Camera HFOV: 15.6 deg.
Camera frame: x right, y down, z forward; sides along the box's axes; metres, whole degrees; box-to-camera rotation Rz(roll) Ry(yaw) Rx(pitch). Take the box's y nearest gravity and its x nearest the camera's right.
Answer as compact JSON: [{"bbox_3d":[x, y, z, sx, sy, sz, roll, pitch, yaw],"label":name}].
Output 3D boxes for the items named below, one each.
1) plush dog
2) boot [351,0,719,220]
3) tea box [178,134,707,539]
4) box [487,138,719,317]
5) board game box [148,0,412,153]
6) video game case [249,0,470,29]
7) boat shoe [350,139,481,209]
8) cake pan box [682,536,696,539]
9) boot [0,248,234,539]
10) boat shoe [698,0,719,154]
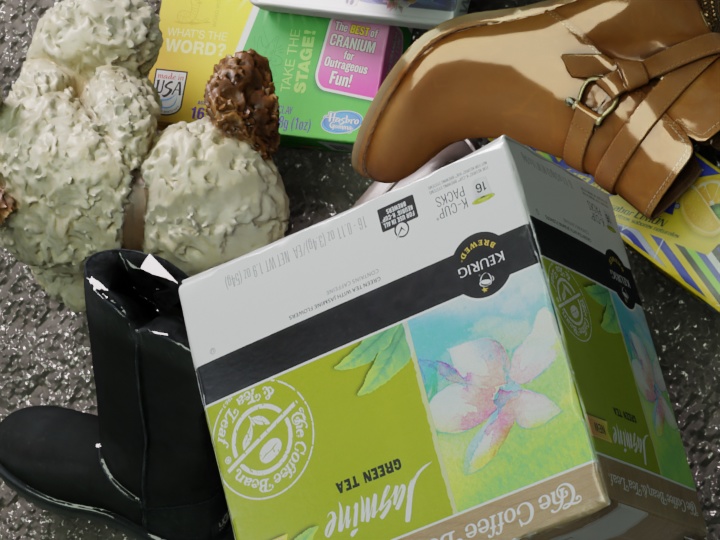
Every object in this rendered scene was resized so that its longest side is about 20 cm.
[{"bbox_3d":[-0.122,-0.044,1.495,0.171,0.160,0.201,10,111,13],"label":"plush dog"},{"bbox_3d":[0.106,-0.080,1.413,0.200,0.077,0.155,-42,74,3],"label":"boot"},{"bbox_3d":[0.040,0.070,1.328,0.199,0.133,0.198,-25,68,22],"label":"tea box"},{"bbox_3d":[0.170,-0.035,1.450,0.200,0.070,0.064,38,92,22],"label":"box"},{"bbox_3d":[-0.040,-0.175,1.569,0.152,0.040,0.201,6,83,22],"label":"board game box"},{"bbox_3d":[0.018,-0.241,1.513,0.143,0.018,0.201,10,84,33],"label":"video game case"},{"bbox_3d":[0.000,0.000,1.511,0.200,0.072,0.060,-45,51,14],"label":"boat shoe"},{"bbox_3d":[0.204,0.245,1.325,0.052,0.200,0.185,13,82,51],"label":"cake pan box"},{"bbox_3d":[-0.143,0.067,1.484,0.164,0.200,0.066,20,54,15],"label":"boot"},{"bbox_3d":[0.209,-0.151,1.455,0.072,0.072,0.201,-16,76,16],"label":"boat shoe"}]
